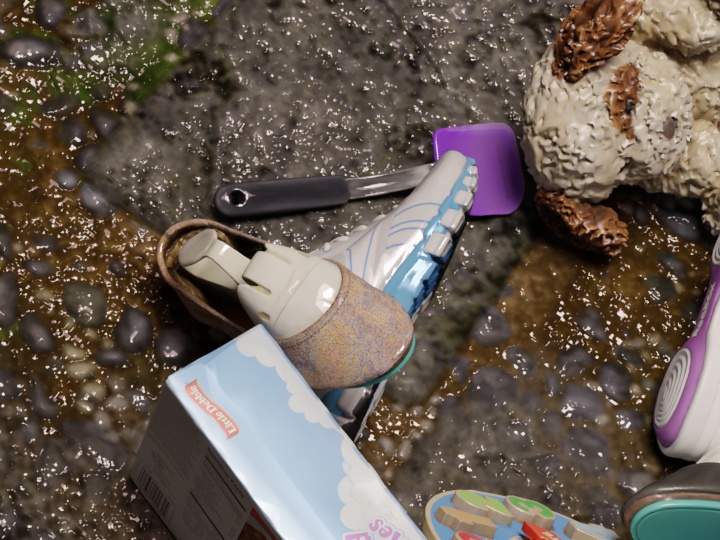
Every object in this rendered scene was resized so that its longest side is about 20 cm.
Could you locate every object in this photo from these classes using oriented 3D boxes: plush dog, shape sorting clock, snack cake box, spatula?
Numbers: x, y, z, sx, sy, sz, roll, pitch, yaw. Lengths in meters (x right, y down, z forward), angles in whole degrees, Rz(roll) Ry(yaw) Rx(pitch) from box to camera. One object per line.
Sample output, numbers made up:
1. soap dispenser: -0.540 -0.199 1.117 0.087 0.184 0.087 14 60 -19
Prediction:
1. plush dog: 0.161 -0.107 1.605 0.160 0.201 0.171 23 35 38
2. shape sorting clock: 0.123 0.167 1.418 0.199 0.039 0.200 20 16 -6
3. snack cake box: -0.029 0.142 1.399 0.067 0.115 0.200 -29 72 -29
4. spatula: 0.008 -0.050 1.587 0.199 0.021 0.057 -9 80 -20

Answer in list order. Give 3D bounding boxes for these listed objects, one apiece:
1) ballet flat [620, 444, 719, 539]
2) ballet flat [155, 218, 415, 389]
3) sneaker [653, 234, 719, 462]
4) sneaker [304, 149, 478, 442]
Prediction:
1. ballet flat: 0.226 0.137 1.514 0.199 0.068 0.069 19 45 -26
2. ballet flat: -0.050 0.013 1.437 0.068 0.200 0.067 -53 124 -16
3. sneaker: 0.244 0.029 1.568 0.099 0.075 0.201 25 85 -10
4. sneaker: 0.000 0.000 1.523 0.086 0.075 0.200 26 57 8
